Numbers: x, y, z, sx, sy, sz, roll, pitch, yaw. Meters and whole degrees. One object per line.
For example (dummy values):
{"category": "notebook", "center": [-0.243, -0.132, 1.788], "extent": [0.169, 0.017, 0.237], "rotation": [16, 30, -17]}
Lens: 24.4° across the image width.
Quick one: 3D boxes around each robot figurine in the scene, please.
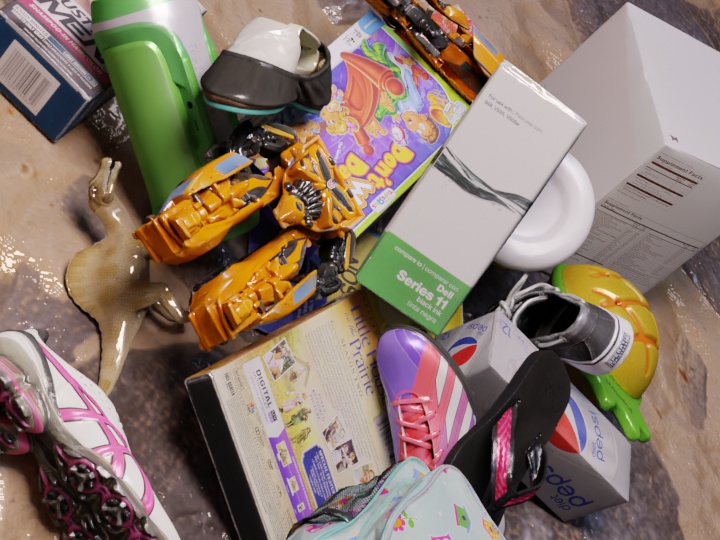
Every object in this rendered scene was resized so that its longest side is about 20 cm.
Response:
{"category": "robot figurine", "center": [0.078, -0.200, 1.451], "extent": [0.200, 0.058, 0.145], "rotation": [45, 3, -10]}
{"category": "robot figurine", "center": [-0.069, -0.031, 1.211], "extent": [0.200, 0.058, 0.145], "rotation": [-40, 103, -48]}

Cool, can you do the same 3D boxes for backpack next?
{"category": "backpack", "center": [0.018, 0.237, 1.122], "extent": [0.200, 0.153, 0.176], "rotation": [-33, 91, -44]}

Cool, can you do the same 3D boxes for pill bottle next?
{"category": "pill bottle", "center": [0.142, -0.055, 1.477], "extent": [0.112, 0.112, 0.200], "rotation": [48, 1, 1]}

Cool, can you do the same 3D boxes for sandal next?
{"category": "sandal", "center": [0.116, 0.137, 1.258], "extent": [0.200, 0.045, 0.075], "rotation": [-54, 126, -33]}

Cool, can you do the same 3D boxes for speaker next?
{"category": "speaker", "center": [-0.141, -0.121, 1.278], "extent": [0.088, 0.088, 0.200], "rotation": [-34, 111, -53]}

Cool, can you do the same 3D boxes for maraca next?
{"category": "maraca", "center": [0.214, 0.071, 1.485], "extent": [0.137, 0.107, 0.200], "rotation": [44, 22, -28]}

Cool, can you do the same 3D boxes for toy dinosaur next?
{"category": "toy dinosaur", "center": [-0.166, 0.019, 1.224], "extent": [0.101, 0.058, 0.200], "rotation": [3, 67, -16]}

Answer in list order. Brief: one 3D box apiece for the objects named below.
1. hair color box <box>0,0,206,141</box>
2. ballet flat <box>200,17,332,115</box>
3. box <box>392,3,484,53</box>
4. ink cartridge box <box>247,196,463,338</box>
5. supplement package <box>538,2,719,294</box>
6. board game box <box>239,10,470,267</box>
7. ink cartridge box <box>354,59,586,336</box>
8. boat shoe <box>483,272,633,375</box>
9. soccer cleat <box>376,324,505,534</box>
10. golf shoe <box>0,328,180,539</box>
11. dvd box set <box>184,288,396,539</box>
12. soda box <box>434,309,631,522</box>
{"category": "hair color box", "center": [-0.218, -0.194, 1.349], "extent": [0.100, 0.061, 0.200], "rotation": [45, 36, -5]}
{"category": "ballet flat", "center": [-0.068, -0.155, 1.257], "extent": [0.068, 0.069, 0.200], "rotation": [17, 10, 12]}
{"category": "box", "center": [0.048, -0.167, 1.557], "extent": [0.100, 0.095, 0.200], "rotation": [51, 37, 6]}
{"category": "ink cartridge box", "center": [0.000, 0.000, 1.403], "extent": [0.200, 0.047, 0.198], "rotation": [29, 42, -27]}
{"category": "supplement package", "center": [0.263, -0.111, 1.631], "extent": [0.147, 0.200, 0.191], "rotation": [21, 45, -31]}
{"category": "board game box", "center": [-0.010, -0.110, 1.386], "extent": [0.134, 0.045, 0.200], "rotation": [44, 56, 2]}
{"category": "ink cartridge box", "center": [0.090, -0.060, 1.304], "extent": [0.083, 0.200, 0.147], "rotation": [35, 10, 2]}
{"category": "boat shoe", "center": [0.147, 0.044, 1.404], "extent": [0.068, 0.074, 0.199], "rotation": [32, -5, -24]}
{"category": "soccer cleat", "center": [0.054, 0.139, 1.267], "extent": [0.073, 0.068, 0.200], "rotation": [-38, 114, -51]}
{"category": "golf shoe", "center": [-0.178, 0.117, 1.099], "extent": [0.200, 0.073, 0.092], "rotation": [50, 36, 3]}
{"category": "dvd box set", "center": [-0.037, 0.112, 1.236], "extent": [0.200, 0.029, 0.147], "rotation": [-29, 103, -52]}
{"category": "soda box", "center": [0.143, 0.123, 1.372], "extent": [0.200, 0.068, 0.064], "rotation": [45, 38, -29]}
